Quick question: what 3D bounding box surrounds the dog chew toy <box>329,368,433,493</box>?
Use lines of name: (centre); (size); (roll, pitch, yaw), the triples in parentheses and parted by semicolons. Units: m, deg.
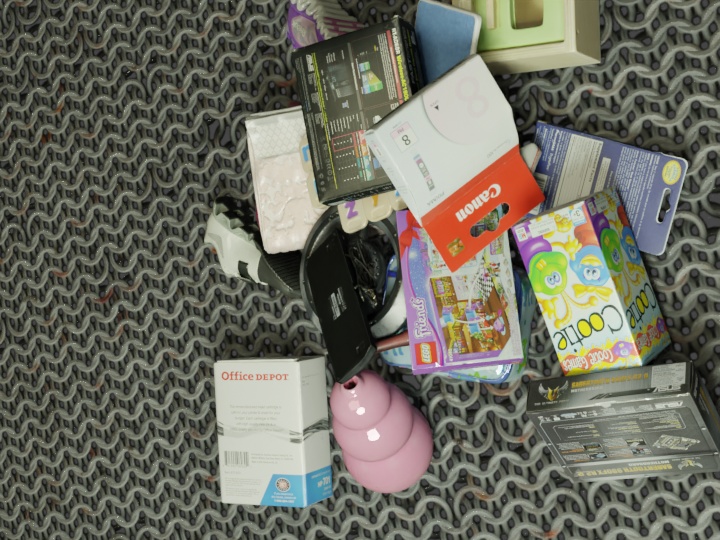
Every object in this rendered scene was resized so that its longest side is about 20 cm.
dog chew toy: (0.019, 0.200, 1.547); (0.123, 0.201, 0.126); (-12, 49, 14)

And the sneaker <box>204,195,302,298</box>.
sneaker: (-0.150, -0.012, 1.714); (0.200, 0.074, 0.089); (44, 121, 27)

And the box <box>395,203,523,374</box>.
box: (0.120, 0.019, 1.468); (0.135, 0.039, 0.203); (-6, 75, 4)

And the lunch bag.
lunch bag: (0.122, 0.055, 1.553); (0.198, 0.082, 0.163); (11, 92, 28)

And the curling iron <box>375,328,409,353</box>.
curling iron: (0.069, 0.087, 1.498); (0.198, 0.050, 0.026); (-15, 110, 7)

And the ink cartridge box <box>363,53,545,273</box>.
ink cartridge box: (0.121, -0.125, 1.409); (0.162, 0.057, 0.201); (-37, 99, -14)

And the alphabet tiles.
alphabet tiles: (0.007, -0.158, 1.547); (0.199, 0.015, 0.198); (-23, 73, 32)

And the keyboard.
keyboard: (-0.010, 0.039, 1.511); (0.104, 0.039, 0.202); (-44, 46, 32)

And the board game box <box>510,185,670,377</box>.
board game box: (0.275, 0.018, 1.427); (0.104, 0.103, 0.202); (-20, 92, 35)

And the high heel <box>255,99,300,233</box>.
high heel: (-0.085, -0.136, 1.665); (0.095, 0.067, 0.203); (17, 97, 38)

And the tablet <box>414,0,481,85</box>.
tablet: (0.096, -0.228, 1.493); (0.130, 0.014, 0.203); (33, 120, 52)

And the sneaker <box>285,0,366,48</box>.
sneaker: (-0.049, -0.311, 1.620); (0.201, 0.080, 0.089); (56, 130, 45)

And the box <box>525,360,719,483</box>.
box: (0.315, 0.182, 1.409); (0.198, 0.159, 0.049); (-11, 45, 30)

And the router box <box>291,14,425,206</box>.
router box: (0.008, -0.194, 1.482); (0.148, 0.062, 0.203); (-12, 85, 23)

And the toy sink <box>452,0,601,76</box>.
toy sink: (0.186, -0.317, 1.484); (0.198, 0.112, 0.132); (-1, 91, 30)

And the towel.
towel: (-0.051, -0.132, 1.627); (0.197, 0.032, 0.194); (-9, 96, 12)

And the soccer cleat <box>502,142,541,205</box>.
soccer cleat: (0.145, -0.153, 1.534); (0.199, 0.068, 0.086); (30, 87, 42)

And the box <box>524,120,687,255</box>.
box: (0.296, -0.101, 1.475); (0.198, 0.032, 0.123); (20, 101, 29)

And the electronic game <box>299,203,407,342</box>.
electronic game: (0.000, 0.000, 1.564); (0.198, 0.041, 0.203); (-5, 81, 35)

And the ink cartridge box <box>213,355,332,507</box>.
ink cartridge box: (-0.123, 0.224, 1.692); (0.145, 0.086, 0.203); (-3, 89, 29)
